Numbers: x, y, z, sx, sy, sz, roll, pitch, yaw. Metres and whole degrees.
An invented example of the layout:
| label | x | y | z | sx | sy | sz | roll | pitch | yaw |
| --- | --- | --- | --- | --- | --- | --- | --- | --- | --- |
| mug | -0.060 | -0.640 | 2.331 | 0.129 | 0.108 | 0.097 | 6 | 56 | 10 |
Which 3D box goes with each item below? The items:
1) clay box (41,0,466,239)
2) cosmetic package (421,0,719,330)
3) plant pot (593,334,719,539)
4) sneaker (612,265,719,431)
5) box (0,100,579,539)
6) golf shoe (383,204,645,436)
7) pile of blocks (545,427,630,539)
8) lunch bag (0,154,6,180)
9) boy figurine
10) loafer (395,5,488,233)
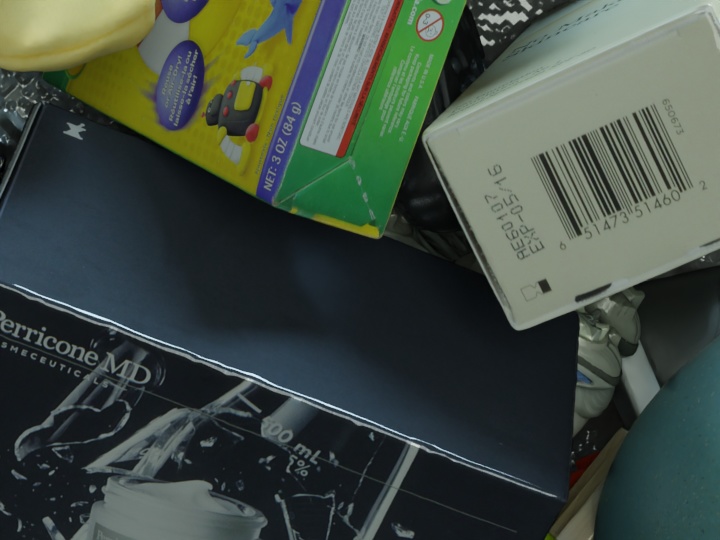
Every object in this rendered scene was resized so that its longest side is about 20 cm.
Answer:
| label | x | y | z | sx | sy | sz | roll | pitch | yaw |
| --- | --- | --- | --- | --- | --- | --- | --- | --- | --- |
| clay box | -0.041 | -0.094 | 0.850 | 0.047 | 0.200 | 0.115 | 16 | 97 | -36 |
| cosmetic package | 0.098 | -0.056 | 0.862 | 0.103 | 0.200 | 0.073 | -24 | 100 | 18 |
| plant pot | 0.186 | 0.117 | 0.811 | 0.199 | 0.135 | 0.201 | -5 | 125 | -7 |
| sneaker | 0.165 | 0.083 | 0.948 | 0.099 | 0.071 | 0.201 | -24 | 89 | -3 |
| box | -0.054 | 0.073 | 0.859 | 0.199 | 0.104 | 0.182 | 21 | 124 | -7 |
| golf shoe | 0.000 | 0.000 | 0.926 | 0.200 | 0.078 | 0.097 | 39 | 121 | 12 |
| pile of blocks | 0.053 | 0.136 | 0.912 | 0.082 | 0.062 | 0.200 | 6 | 113 | -44 |
| lunch bag | -0.174 | -0.100 | 0.857 | 0.077 | 0.160 | 0.201 | -15 | 91 | -7 |
| boy figurine | -0.110 | -0.135 | 0.844 | 0.064 | 0.200 | 0.125 | -10 | 126 | -7 |
| loafer | -0.002 | -0.096 | 0.904 | 0.070 | 0.068 | 0.201 | -23 | 61 | 14 |
